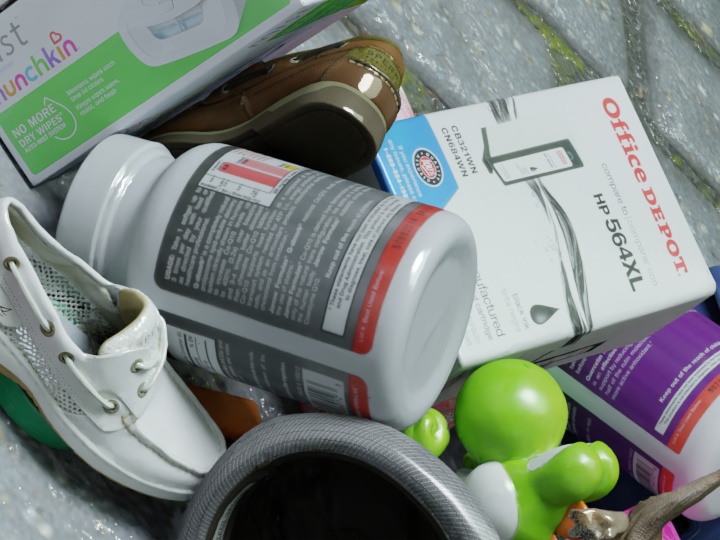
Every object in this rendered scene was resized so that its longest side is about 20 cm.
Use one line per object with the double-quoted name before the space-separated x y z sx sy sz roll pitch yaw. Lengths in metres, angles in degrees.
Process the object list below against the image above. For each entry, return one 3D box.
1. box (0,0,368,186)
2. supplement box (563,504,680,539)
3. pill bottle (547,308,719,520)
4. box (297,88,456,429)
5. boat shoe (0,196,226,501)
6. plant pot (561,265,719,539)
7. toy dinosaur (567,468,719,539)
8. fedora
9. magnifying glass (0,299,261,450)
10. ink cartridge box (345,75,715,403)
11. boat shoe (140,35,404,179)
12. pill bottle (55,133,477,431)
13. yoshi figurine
"box" -0.092 -0.150 1.346 0.097 0.199 0.176 59 27 -2
"supplement box" 0.148 0.202 1.454 0.104 0.101 0.200 64 9 9
"pill bottle" 0.177 0.066 1.588 0.200 0.113 0.112 37 16 30
"box" 0.000 0.000 1.440 0.102 0.095 0.201 -14 75 -37
"boat shoe" -0.127 0.040 1.208 0.200 0.069 0.071 43 31 -29
"plant pot" 0.258 0.109 1.706 0.200 0.179 0.201 14 53 -54
"toy dinosaur" 0.136 0.184 1.272 0.135 0.085 0.201 16 93 -75
"fedora" -0.002 0.167 1.243 0.201 0.176 0.090 56 12 5
"magnifying glass" -0.121 0.063 1.287 0.200 0.022 0.080 21 47 -52
"ink cartridge box" 0.084 -0.018 1.389 0.199 0.084 0.147 -15 76 -37
"boat shoe" -0.052 -0.073 1.333 0.072 0.199 0.068 49 48 -29
"pill bottle" -0.050 0.000 1.263 0.116 0.199 0.117 18 90 -71
"yoshi figurine" 0.044 0.110 1.319 0.112 0.199 0.113 56 31 -18
